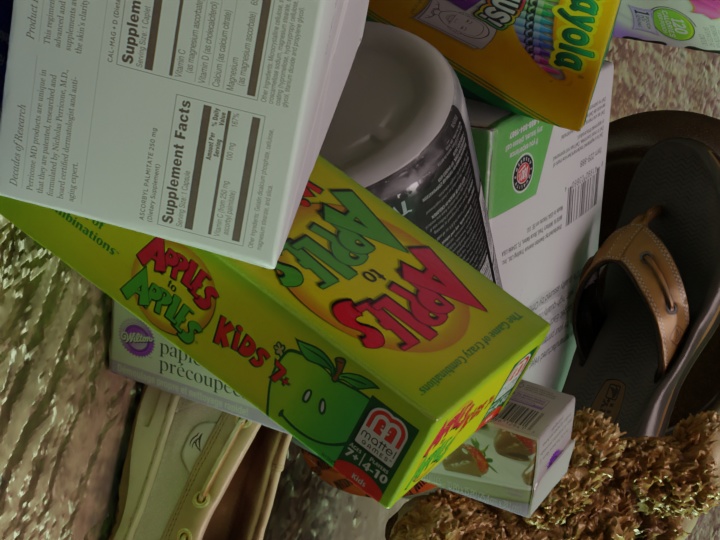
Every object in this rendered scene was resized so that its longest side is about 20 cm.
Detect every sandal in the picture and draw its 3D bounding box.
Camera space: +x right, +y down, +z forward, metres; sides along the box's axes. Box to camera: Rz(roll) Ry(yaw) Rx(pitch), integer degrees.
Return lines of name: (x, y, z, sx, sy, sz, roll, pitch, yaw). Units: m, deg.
sandal: (0.131, 0.022, 1.444, 0.055, 0.081, 0.201, 35, 75, -42)

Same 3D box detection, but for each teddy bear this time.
teddy bear: (0.088, 0.117, 1.360, 0.199, 0.067, 0.145, -25, 158, -10)

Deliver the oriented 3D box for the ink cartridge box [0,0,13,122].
ink cartridge box: (-0.176, -0.088, 0.965, 0.198, 0.047, 0.201, 26, 79, -67)

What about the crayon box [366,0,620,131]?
crayon box: (0.062, -0.146, 1.270, 0.200, 0.118, 0.059, 99, 9, -65)

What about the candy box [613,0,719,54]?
candy box: (0.128, -0.184, 1.371, 0.072, 0.199, 0.168, -65, 152, -25)

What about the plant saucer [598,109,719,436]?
plant saucer: (0.149, 0.015, 1.514, 0.032, 0.199, 0.202, 7, 95, -53)

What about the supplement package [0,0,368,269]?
supplement package: (-0.051, -0.135, 1.031, 0.156, 0.110, 0.201, -71, 175, -51)

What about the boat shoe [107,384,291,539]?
boat shoe: (-0.071, 0.134, 1.251, 0.074, 0.069, 0.201, 2, 99, -64)

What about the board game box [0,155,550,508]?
board game box: (-0.036, -0.004, 1.110, 0.102, 0.200, 0.048, -34, 157, -56)

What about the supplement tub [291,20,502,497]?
supplement tub: (0.000, 0.000, 1.278, 0.123, 0.122, 0.201, -57, 149, -37)

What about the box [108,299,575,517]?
box: (-0.009, 0.046, 1.187, 0.041, 0.199, 0.039, -42, 143, -52)

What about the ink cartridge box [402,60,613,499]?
ink cartridge box: (0.055, 0.001, 1.437, 0.146, 0.084, 0.201, -31, 128, -58)
